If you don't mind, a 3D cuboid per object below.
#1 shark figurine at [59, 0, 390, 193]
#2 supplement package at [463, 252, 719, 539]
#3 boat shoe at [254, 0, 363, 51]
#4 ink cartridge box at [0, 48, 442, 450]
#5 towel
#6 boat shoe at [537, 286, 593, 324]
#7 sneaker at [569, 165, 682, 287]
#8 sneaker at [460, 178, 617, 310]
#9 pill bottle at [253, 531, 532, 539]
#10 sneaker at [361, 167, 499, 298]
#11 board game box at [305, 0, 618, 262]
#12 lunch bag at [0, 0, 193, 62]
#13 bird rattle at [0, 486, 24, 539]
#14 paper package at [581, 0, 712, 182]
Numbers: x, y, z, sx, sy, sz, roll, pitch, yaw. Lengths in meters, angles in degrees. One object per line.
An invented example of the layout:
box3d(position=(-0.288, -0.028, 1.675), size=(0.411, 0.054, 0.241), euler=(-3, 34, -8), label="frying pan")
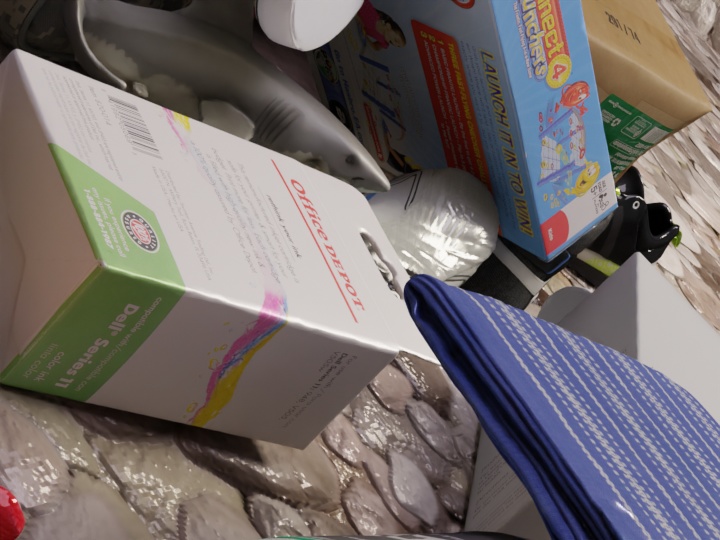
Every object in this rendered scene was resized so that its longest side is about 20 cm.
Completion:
box3d(position=(-0.078, -0.109, 0.787), size=(0.127, 0.090, 0.214), euler=(25, -2, 38), label="shark figurine")
box3d(position=(0.133, 0.098, 0.851), size=(0.117, 0.117, 0.200), euler=(42, 21, -8), label="supplement package")
box3d(position=(-0.016, -0.181, 0.798), size=(0.067, 0.072, 0.201), euler=(15, 57, 14), label="boat shoe")
box3d(position=(-0.063, 0.001, 0.697), size=(0.199, 0.067, 0.118), euler=(19, 34, -46), label="ink cartridge box")
box3d(position=(0.105, 0.075, 0.651), size=(0.199, 0.024, 0.145), euler=(22, 26, -48), label="towel")
box3d(position=(0.182, 0.092, 1.045), size=(0.069, 0.071, 0.200), euler=(14, 31, -52), label="boat shoe")
box3d(position=(0.156, -0.052, 1.237), size=(0.199, 0.083, 0.072), euler=(27, 27, -44), label="sneaker")
box3d(position=(0.111, -0.030, 1.058), size=(0.073, 0.112, 0.200), euler=(46, 20, -4), label="sneaker")
box3d(position=(0.023, 0.140, 0.551), size=(0.199, 0.113, 0.114), euler=(13, 38, -58), label="pill bottle")
box3d(position=(0.000, 0.000, 0.861), size=(0.199, 0.072, 0.072), euler=(-24, 83, -55), label="sneaker")
box3d(position=(0.037, -0.130, 0.935), size=(0.195, 0.056, 0.201), euler=(33, -31, 44), label="board game box")
box3d(position=(-0.140, -0.198, 0.842), size=(0.167, 0.140, 0.200), euler=(41, 19, 16), label="lunch bag")
box3d(position=(-0.145, 0.003, 0.500), size=(0.201, 0.112, 0.163), euler=(53, 4, 8), label="bird rattle")
box3d(position=(0.109, -0.168, 1.140), size=(0.199, 0.103, 0.192), euler=(19, 42, -49), label="paper package")
